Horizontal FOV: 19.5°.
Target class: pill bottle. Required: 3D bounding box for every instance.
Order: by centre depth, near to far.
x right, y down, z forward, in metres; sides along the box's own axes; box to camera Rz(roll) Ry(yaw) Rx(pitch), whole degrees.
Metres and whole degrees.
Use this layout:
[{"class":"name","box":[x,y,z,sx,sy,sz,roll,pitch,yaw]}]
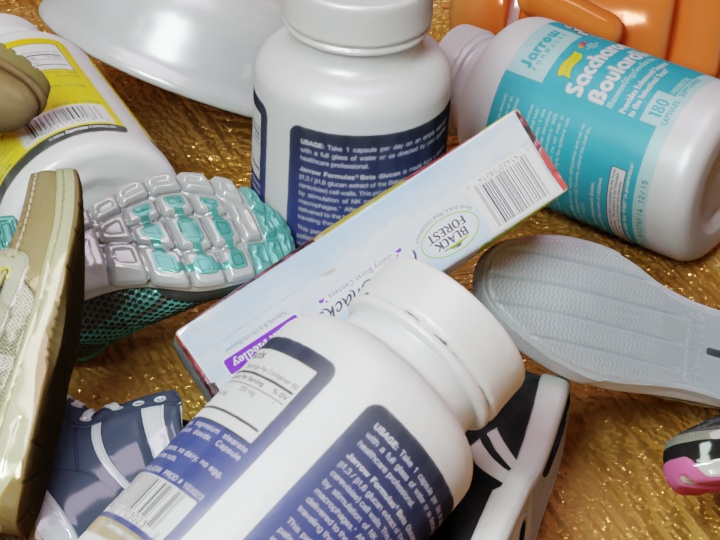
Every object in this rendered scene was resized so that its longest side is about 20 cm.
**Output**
[{"class":"pill bottle","box":[-0.022,0.092,0.920,0.111,0.111,0.200,31,68,35]},{"class":"pill bottle","box":[-0.005,-0.076,1.176,0.111,0.201,0.111,2,34,-2]},{"class":"pill bottle","box":[-0.189,-0.074,1.236,0.111,0.112,0.200,-12,37,-22]},{"class":"pill bottle","box":[0.137,-0.089,1.289,0.199,0.111,0.111,23,38,27]}]

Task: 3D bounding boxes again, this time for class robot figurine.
[{"class":"robot figurine","box":[0.146,-0.171,1.407,0.199,0.117,0.144,10,41,10]}]

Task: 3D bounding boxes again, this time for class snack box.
[{"class":"snack box","box":[0.000,0.000,1.065,0.200,0.053,0.142,-33,-2,-7]}]

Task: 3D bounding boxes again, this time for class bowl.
[{"class":"bowl","box":[-0.099,-0.172,1.342,0.200,0.091,0.201,20,14,-5]}]

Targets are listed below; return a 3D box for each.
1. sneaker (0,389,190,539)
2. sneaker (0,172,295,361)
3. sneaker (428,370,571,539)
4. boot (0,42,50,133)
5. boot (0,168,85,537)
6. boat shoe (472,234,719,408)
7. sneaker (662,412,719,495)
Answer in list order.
[{"class":"sneaker","box":[-0.156,0.077,1.050,0.108,0.070,0.200,-23,48,-26]},{"class":"sneaker","box":[-0.135,0.006,1.142,0.199,0.091,0.078,-9,59,-15]},{"class":"sneaker","box":[0.033,0.109,1.030,0.111,0.073,0.200,8,26,13]},{"class":"boot","box":[-0.261,-0.035,1.075,0.175,0.066,0.201,18,67,-23]},{"class":"boot","box":[-0.213,0.027,0.993,0.154,0.072,0.201,5,54,2]},{"class":"boat shoe","box":[0.144,0.039,1.104,0.199,0.062,0.072,21,71,-16]},{"class":"sneaker","box":[0.224,0.048,1.062,0.199,0.088,0.074,-23,-2,-25]}]
